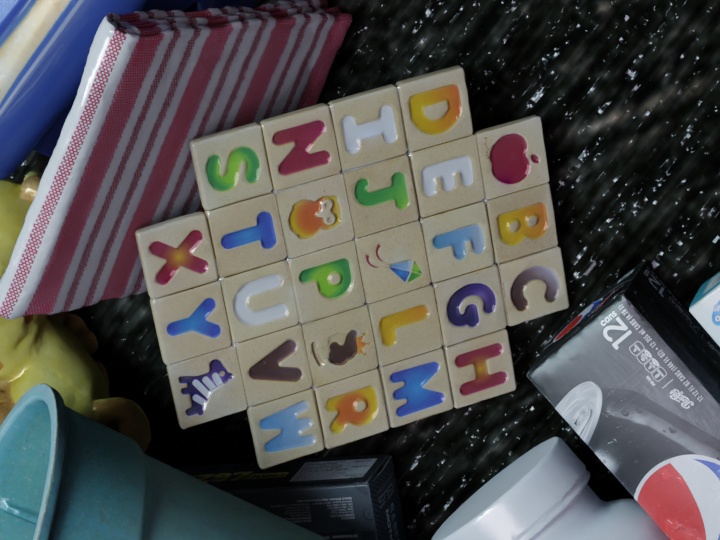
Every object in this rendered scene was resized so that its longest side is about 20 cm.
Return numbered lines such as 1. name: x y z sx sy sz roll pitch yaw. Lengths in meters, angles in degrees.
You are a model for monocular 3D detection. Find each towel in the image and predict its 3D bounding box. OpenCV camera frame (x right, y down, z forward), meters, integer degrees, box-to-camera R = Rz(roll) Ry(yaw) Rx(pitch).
1. towel: -0.086 -0.056 1.109 0.030 0.200 0.147 33 112 22

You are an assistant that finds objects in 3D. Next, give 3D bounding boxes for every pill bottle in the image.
1. pill bottle: 0.126 0.181 1.154 0.112 0.112 0.200 -39 91 22

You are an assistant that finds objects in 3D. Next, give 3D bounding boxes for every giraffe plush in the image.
1. giraffe plush: -0.195 0.042 1.211 0.200 0.173 0.163 -28 109 -13

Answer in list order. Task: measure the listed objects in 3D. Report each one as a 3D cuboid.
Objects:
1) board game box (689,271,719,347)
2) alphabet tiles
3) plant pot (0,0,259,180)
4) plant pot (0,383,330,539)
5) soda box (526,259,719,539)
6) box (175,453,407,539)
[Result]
1. board game box: 0.272 0.043 1.107 0.151 0.047 0.200 -41 90 22
2. alphabet tiles: 0.000 0.000 1.131 0.199 0.006 0.167 -17 113 -15
3. plant pot: -0.153 -0.168 1.107 0.200 0.180 0.200 42 112 3
4. plant pot: -0.089 0.178 1.111 0.196 0.200 0.201 21 112 -16
5. soda box: 0.170 0.095 1.139 0.063 0.071 0.200 -42 90 21
6. box: -0.071 0.180 1.246 0.199 0.051 0.158 -6 103 17
